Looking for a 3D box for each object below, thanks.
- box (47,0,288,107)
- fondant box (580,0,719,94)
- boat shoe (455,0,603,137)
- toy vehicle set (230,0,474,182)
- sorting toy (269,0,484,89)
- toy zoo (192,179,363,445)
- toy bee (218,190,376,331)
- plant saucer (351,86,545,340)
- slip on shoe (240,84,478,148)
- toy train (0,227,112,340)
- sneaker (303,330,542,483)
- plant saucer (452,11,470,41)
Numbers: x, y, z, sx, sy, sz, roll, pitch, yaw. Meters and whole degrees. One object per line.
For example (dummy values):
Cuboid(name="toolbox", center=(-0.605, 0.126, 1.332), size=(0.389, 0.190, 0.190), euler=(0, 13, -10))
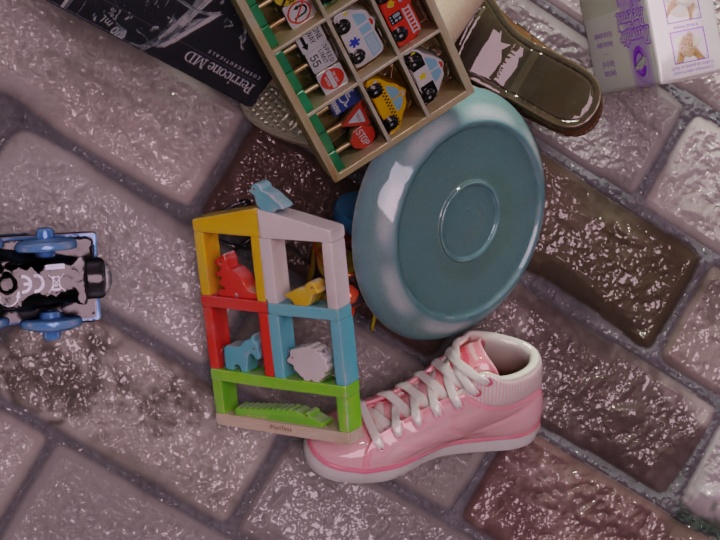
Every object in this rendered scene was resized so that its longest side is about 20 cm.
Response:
Cuboid(name="box", center=(-0.109, -0.252, 1.339), size=(0.200, 0.124, 0.197), euler=(25, 111, -42))
Cuboid(name="fondant box", center=(0.217, -0.244, 1.535), size=(0.058, 0.144, 0.200), euler=(-14, 95, -12))
Cuboid(name="boat shoe", center=(0.104, -0.170, 1.554), size=(0.200, 0.068, 0.072), euler=(41, 90, 10))
Cuboid(name="toy vehicle set", center=(-0.007, -0.166, 1.363), size=(0.124, 0.027, 0.200), euler=(-34, 135, -5))
Cuboid(name="sorting toy", center=(-0.020, -0.217, 1.477), size=(0.200, 0.036, 0.185), euler=(32, 76, 9))
Cuboid(name="toy zoo", center=(-0.064, 0.029, 1.482), size=(0.020, 0.131, 0.200), euler=(-26, 115, -52))
Cuboid(name="toy bee", center=(0.000, 0.000, 1.514), size=(0.200, 0.109, 0.131), euler=(-19, 134, -4))
Cuboid(name="plant saucer", center=(0.076, -0.040, 1.492), size=(0.200, 0.027, 0.200), euler=(-16, 115, -38))
Cuboid(name="slip on shoe", center=(0.004, -0.124, 1.537), size=(0.200, 0.061, 0.074), euler=(5, 80, 1))
Cuboid(name="toy train", center=(-0.287, 0.009, 1.451), size=(0.200, 0.114, 0.087), euler=(-4, 96, -11))
Cuboid(name="sneaker", center=(0.053, 0.099, 1.526), size=(0.200, 0.075, 0.105), euler=(-9, 136, -17))
Cuboid(name="plant saucer", center=(-0.010, -0.225, 1.516), size=(0.200, 0.037, 0.201), euler=(0, 73, 0))
